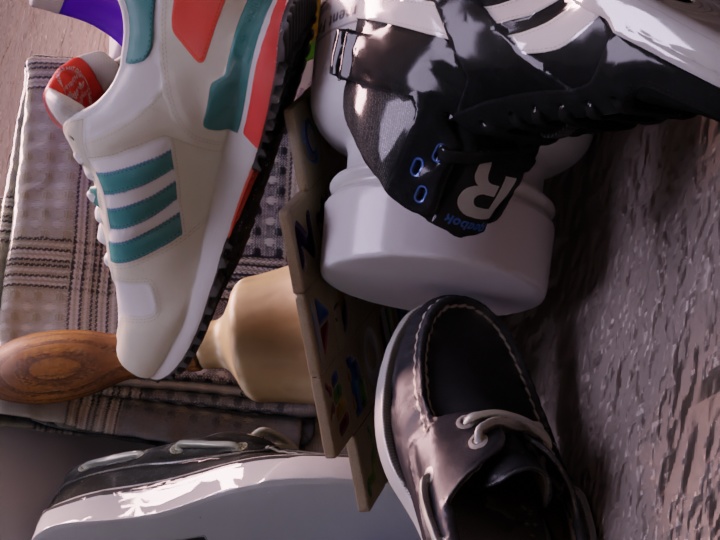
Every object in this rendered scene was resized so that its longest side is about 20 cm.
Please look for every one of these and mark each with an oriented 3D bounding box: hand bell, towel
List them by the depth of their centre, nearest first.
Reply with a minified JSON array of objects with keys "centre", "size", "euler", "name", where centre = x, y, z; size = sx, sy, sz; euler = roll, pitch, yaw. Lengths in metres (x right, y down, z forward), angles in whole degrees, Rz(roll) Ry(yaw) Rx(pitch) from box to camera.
[{"centre":[-0.081,0.036,1.252],"size":[0.104,0.199,0.105],"euler":[-8,-90,-75],"name":"hand bell"},{"centre":[-0.077,-0.007,1.331],"size":[0.035,0.192,0.201],"euler":[115,161,-64],"name":"towel"}]

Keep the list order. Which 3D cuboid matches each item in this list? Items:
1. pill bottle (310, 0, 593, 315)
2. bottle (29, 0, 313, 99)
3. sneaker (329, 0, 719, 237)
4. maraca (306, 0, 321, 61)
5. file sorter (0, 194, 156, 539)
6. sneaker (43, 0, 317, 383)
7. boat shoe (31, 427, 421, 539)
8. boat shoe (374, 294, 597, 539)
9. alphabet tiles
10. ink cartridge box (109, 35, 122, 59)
[{"centre":[0.039,-0.090,1.110],"size":[0.114,0.114,0.201],"euler":[145,134,-68],"name":"pill bottle"},{"centre":[-0.050,-0.120,1.289],"size":[0.065,0.199,0.084],"euler":[-103,27,-66],"name":"bottle"},{"centre":[0.069,-0.055,0.976],"size":[0.200,0.073,0.112],"euler":[31,110,45],"name":"sneaker"},{"centre":[-0.034,-0.179,1.207],"size":[0.107,0.137,0.201],"euler":[124,169,-75],"name":"maraca"},{"centre":[-0.159,0.076,1.377],"size":[0.124,0.138,0.201],"euler":[-36,71,54],"name":"file sorter"},{"centre":[-0.085,-0.046,1.145],"size":[0.070,0.093,0.200],"euler":[-67,-2,-51],"name":"sneaker"},{"centre":[-0.054,0.099,1.242],"size":[0.064,0.199,0.071],"euler":[-70,-36,-44],"name":"boat shoe"},{"centre":[0.050,0.088,1.028],"size":[0.060,0.074,0.201],"euler":[121,152,-51],"name":"boat shoe"},{"centre":[0.000,0.000,1.171],"size":[0.200,0.006,0.167],"euler":[-51,-48,-71],"name":"alphabet tiles"},{"centre":[-0.028,-0.203,1.372],"size":[0.200,0.144,0.148],"euler":[117,159,-43],"name":"ink cartridge box"}]
